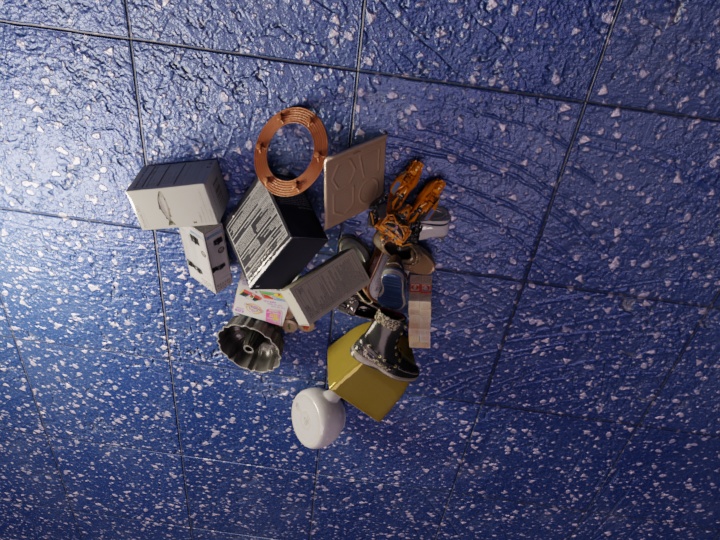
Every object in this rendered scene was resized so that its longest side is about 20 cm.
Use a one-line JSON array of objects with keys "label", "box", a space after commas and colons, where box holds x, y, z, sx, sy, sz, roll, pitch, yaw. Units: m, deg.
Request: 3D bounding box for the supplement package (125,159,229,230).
[{"label": "supplement package", "box": [-0.437, -0.182, 1.531, 0.198, 0.118, 0.118, -4, 129, 10]}]

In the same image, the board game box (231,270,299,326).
[{"label": "board game box", "box": [-0.258, 0.051, 1.724, 0.152, 0.040, 0.201, 17, 128, -7]}]

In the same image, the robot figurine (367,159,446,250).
[{"label": "robot figurine", "box": [0.105, -0.147, 1.467, 0.145, 0.058, 0.201, 35, 82, -15]}]

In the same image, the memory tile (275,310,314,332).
[{"label": "memory tile", "box": [-0.212, 0.101, 1.794, 0.152, 0.017, 0.201, 0, 129, 7]}]

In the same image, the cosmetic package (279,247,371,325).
[{"label": "cosmetic package", "box": [-0.084, 0.039, 1.550, 0.104, 0.199, 0.073, 62, 155, -9]}]

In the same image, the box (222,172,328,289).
[{"label": "box", "box": [-0.206, -0.090, 1.512, 0.123, 0.199, 0.200, 2, 142, -45]}]

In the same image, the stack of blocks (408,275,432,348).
[{"label": "stack of blocks", "box": [0.158, 0.100, 1.668, 0.058, 0.116, 0.201, 1, 139, 6]}]

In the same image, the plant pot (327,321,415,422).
[{"label": "plant pot", "box": [0.043, 0.260, 1.787, 0.194, 0.196, 0.200, 37, 111, -21]}]

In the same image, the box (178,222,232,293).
[{"label": "box", "box": [-0.398, -0.051, 1.627, 0.116, 0.060, 0.201, 31, 140, 29]}]

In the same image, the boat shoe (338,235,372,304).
[{"label": "boat shoe", "box": [0.000, 0.000, 1.657, 0.074, 0.069, 0.201, -17, 124, 19]}]

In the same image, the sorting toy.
[{"label": "sorting toy", "box": [-0.016, -0.206, 1.454, 0.036, 0.184, 0.201, 37, 140, 31]}]

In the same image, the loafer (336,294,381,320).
[{"label": "loafer", "box": [0.001, 0.098, 1.737, 0.198, 0.063, 0.072, 12, 129, -3]}]

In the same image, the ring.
[{"label": "ring", "box": [-0.160, -0.266, 1.407, 0.199, 0.202, 0.019, -26, 164, 24]}]

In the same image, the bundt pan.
[{"label": "bundt pan", "box": [-0.310, 0.202, 1.834, 0.200, 0.076, 0.203, 10, 133, 11]}]

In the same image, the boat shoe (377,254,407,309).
[{"label": "boat shoe", "box": [0.086, 0.031, 1.561, 0.072, 0.073, 0.200, 14, 152, 4]}]

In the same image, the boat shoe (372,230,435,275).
[{"label": "boat shoe", "box": [0.114, -0.033, 1.558, 0.199, 0.065, 0.072, 27, 105, -32]}]

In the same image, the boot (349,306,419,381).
[{"label": "boot", "box": [0.092, 0.193, 1.634, 0.202, 0.074, 0.154, 25, 111, -16]}]

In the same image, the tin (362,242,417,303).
[{"label": "tin", "box": [0.078, -0.005, 1.621, 0.111, 0.042, 0.201, 10, 114, -31]}]

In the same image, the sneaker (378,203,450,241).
[{"label": "sneaker", "box": [0.119, -0.113, 1.556, 0.198, 0.077, 0.081, 7, 137, 2]}]

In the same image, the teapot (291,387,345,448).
[{"label": "teapot", "box": [-0.114, 0.458, 1.984, 0.145, 0.199, 0.199, -3, 173, -39]}]
